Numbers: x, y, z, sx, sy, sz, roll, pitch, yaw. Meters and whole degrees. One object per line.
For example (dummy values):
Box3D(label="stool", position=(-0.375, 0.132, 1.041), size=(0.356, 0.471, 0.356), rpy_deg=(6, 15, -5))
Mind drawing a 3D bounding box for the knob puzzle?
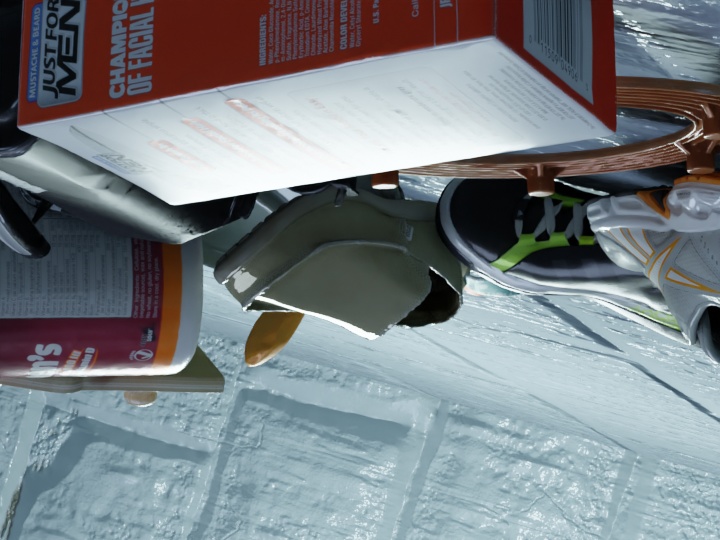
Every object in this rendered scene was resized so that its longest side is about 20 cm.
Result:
Box3D(label="knob puzzle", position=(-0.197, 0.053, 1.302), size=(0.219, 0.031, 0.220), rpy_deg=(6, -169, -1))

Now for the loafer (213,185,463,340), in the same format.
Box3D(label="loafer", position=(0.000, 0.000, 1.183), size=(0.200, 0.076, 0.068), rpy_deg=(-6, -120, -54))

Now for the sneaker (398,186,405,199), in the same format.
Box3D(label="sneaker", position=(-0.072, -0.027, 1.392), size=(0.200, 0.096, 0.079), rpy_deg=(16, -145, 16))

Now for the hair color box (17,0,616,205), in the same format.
Box3D(label="hair color box", position=(-0.016, -0.080, 0.815), size=(0.200, 0.064, 0.111), rpy_deg=(-9, 162, 27))

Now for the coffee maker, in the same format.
Box3D(label="coffee maker", position=(-0.125, -0.096, 1.046), size=(0.192, 0.135, 0.200), rpy_deg=(-11, 165, 17))

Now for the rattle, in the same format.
Box3D(label="rattle", position=(0.031, 0.027, 1.535), size=(0.130, 0.143, 0.200), rpy_deg=(-13, 148, 40))

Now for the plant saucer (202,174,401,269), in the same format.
Box3D(label="plant saucer", position=(-0.077, -0.045, 1.266), size=(0.200, 0.050, 0.200), rpy_deg=(17, 152, 9))

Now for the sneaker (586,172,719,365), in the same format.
Box3D(label="sneaker", position=(0.164, 0.002, 1.060), size=(0.076, 0.092, 0.200), rpy_deg=(-6, 179, -10))

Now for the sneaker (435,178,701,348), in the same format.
Box3D(label="sneaker", position=(0.143, -0.022, 1.207), size=(0.200, 0.072, 0.083), rpy_deg=(17, 150, -4))

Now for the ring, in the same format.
Box3D(label="ring", position=(0.079, -0.054, 0.938), size=(0.200, 0.019, 0.200), rpy_deg=(-1, 172, 0))

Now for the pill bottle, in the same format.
Box3D(label="pill bottle", position=(-0.193, 0.004, 1.187), size=(0.199, 0.110, 0.110), rpy_deg=(0, 179, -18))
